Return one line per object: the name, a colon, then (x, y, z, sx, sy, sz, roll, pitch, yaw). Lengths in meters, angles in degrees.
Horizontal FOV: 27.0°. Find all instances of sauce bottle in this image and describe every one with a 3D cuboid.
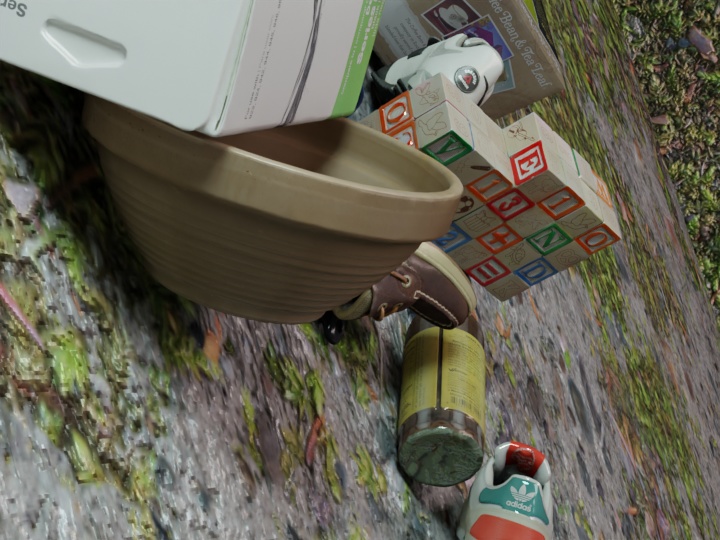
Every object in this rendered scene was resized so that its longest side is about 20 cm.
sauce bottle: (0.063, 0.071, 1.112, 0.065, 0.064, 0.201, 59, 24, -31)

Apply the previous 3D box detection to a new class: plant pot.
plant pot: (-0.054, -0.033, 0.780, 0.201, 0.200, 0.093, -24, 134, -71)

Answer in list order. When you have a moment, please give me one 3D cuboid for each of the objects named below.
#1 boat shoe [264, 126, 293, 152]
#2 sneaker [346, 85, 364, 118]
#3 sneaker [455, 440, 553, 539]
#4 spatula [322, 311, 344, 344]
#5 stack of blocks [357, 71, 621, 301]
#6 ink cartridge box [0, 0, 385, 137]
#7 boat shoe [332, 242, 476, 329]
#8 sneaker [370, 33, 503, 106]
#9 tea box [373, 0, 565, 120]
boat shoe: (-0.077, -0.138, 0.917, 0.067, 0.072, 0.201, 3, 67, -67)
sneaker: (-0.044, -0.175, 0.999, 0.078, 0.070, 0.200, 56, -14, 25)
sneaker: (0.109, 0.165, 1.049, 0.200, 0.070, 0.094, -23, 131, -82)
spatula: (-0.020, -0.033, 1.051, 0.057, 0.020, 0.201, 52, 27, -46)
stack of blocks: (0.097, -0.065, 1.137, 0.200, 0.115, 0.059, 36, 35, -42)
ink cartridge box: (-0.087, -0.132, 0.753, 0.200, 0.145, 0.085, -25, 134, -71)
boat shoe: (0.000, 0.000, 0.988, 0.200, 0.072, 0.072, 38, 72, -43)
sneaker: (0.068, -0.151, 1.221, 0.074, 0.088, 0.200, 56, -6, -14)
tea box: (0.075, -0.264, 1.353, 0.200, 0.133, 0.198, 48, 25, -47)
